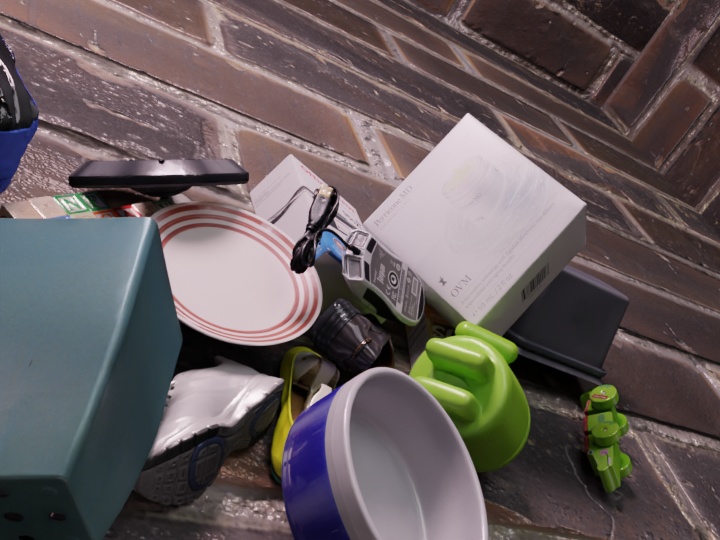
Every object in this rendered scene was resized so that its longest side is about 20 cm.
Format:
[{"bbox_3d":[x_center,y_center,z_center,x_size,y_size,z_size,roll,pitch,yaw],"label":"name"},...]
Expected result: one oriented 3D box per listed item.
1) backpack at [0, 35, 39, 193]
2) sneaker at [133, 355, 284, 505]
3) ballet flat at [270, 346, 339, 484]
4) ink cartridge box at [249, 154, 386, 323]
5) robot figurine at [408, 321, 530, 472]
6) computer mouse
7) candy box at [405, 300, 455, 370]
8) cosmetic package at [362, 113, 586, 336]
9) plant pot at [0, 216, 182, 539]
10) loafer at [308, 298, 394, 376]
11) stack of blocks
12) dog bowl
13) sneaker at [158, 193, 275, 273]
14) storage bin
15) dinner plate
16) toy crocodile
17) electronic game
[{"bbox_3d":[-0.401,-0.155,0.742,0.201,0.169,0.161,49,33,19],"label":"backpack"},{"bbox_3d":[-0.146,0.134,0.697,0.086,0.076,0.199,26,19,16],"label":"sneaker"},{"bbox_3d":[-0.048,0.128,0.798,0.066,0.068,0.201,26,28,-13],"label":"ballet flat"},{"bbox_3d":[-0.048,-0.028,0.988,0.144,0.084,0.202,38,19,-40],"label":"ink cartridge box"},{"bbox_3d":[0.119,0.147,0.858,0.114,0.179,0.200,12,-22,30],"label":"robot figurine"},{"bbox_3d":[0.000,0.000,0.866,0.200,0.043,0.112,42,46,-36],"label":"computer mouse"},{"bbox_3d":[0.121,0.096,1.051,0.113,0.056,0.202,24,28,-16],"label":"candy box"},{"bbox_3d":[0.144,-0.047,1.000,0.200,0.200,0.123,42,-6,26],"label":"cosmetic package"},{"bbox_3d":[-0.219,0.084,0.568,0.137,0.143,0.203,0,45,-1],"label":"plant pot"},{"bbox_3d":[0.005,0.090,0.864,0.072,0.073,0.200,41,2,19],"label":"loafer"},{"bbox_3d":[-0.257,-0.022,0.811,0.115,0.059,0.199,43,28,15],"label":"stack of blocks"},{"bbox_3d":[0.025,0.194,0.693,0.199,0.078,0.203,38,35,-33],"label":"dog bowl"},{"bbox_3d":[-0.160,-0.030,0.913,0.200,0.080,0.073,45,31,21],"label":"sneaker"},{"bbox_3d":[0.293,0.060,1.188,0.197,0.137,0.146,22,11,-23],"label":"storage bin"},{"bbox_3d":[-0.132,0.004,0.806,0.196,0.024,0.203,19,38,-15],"label":"dinner plate"},{"bbox_3d":[0.330,0.222,1.085,0.069,0.061,0.201,63,25,-22],"label":"toy crocodile"},{"bbox_3d":[-0.222,-0.103,0.886,0.195,0.043,0.200,-1,8,0],"label":"electronic game"}]
